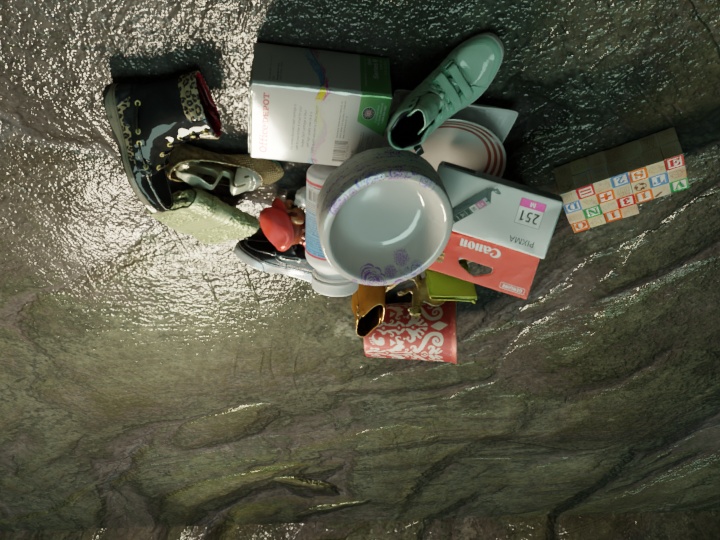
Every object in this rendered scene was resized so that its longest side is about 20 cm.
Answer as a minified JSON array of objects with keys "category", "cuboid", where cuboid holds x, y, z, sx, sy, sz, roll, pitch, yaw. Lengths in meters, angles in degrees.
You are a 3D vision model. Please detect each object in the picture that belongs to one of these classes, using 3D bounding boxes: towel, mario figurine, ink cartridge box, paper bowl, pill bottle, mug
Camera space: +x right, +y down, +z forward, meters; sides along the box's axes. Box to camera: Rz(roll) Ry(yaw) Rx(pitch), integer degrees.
[{"category":"towel","cuboid":[-0.271,-0.087,1.223,0.146,0.037,0.197,26,160,-35]},{"category":"mario figurine","cuboid":[-0.085,-0.093,1.259,0.195,0.106,0.127,5,111,-27]},{"category":"ink cartridge box","cuboid":[-0.062,-0.232,1.024,0.194,0.089,0.147,2,145,-8]},{"category":"ink cartridge box","cuboid":[0.193,-0.056,1.107,0.195,0.044,0.178,17,111,7]},{"category":"paper bowl","cuboid":[0.031,-0.086,1.046,0.194,0.106,0.205,-6,129,-8]},{"category":"pill bottle","cuboid":[-0.038,-0.068,1.167,0.105,0.109,0.206,2,113,-4]},{"category":"ink cartridge box","cuboid":[0.195,-0.070,1.209,0.195,0.086,0.145,-14,-179,18]},{"category":"mug","cuboid":[0.109,0.141,1.531,0.194,0.136,0.179,-1,144,6]},{"category":"towel","cuboid":[0.155,0.005,1.288,0.083,0.201,0.019,0,116,-1]}]

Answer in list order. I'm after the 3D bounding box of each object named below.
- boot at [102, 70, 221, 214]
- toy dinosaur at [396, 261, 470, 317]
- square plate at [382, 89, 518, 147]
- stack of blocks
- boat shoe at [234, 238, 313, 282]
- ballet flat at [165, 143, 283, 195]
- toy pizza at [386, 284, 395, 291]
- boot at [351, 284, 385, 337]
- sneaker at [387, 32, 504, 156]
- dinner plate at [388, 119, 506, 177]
[{"category":"boot","cuboid":[-0.278,-0.190,1.055,0.146,0.074,0.205,-11,113,9]},{"category":"toy dinosaur","cuboid":[0.133,0.020,1.381,0.101,0.199,0.059,43,147,11]},{"category":"square plate","cuboid":[0.121,-0.200,1.125,0.194,0.029,0.200,7,144,-11]},{"category":"stack of blocks","cuboid":[0.432,-0.145,1.181,0.196,0.060,0.115,-18,142,23]},{"category":"boat shoe","cuboid":[-0.136,-0.032,1.330,0.195,0.072,0.069,18,120,-6]},{"category":"ballet flat","cuboid":[-0.222,-0.154,1.153,0.194,0.067,0.071,7,145,-11]},{"category":"toy pizza","cuboid":[0.000,0.000,1.409,0.194,0.032,0.202,-1,145,0]},{"category":"boot","cuboid":[0.034,0.010,1.290,0.069,0.146,0.204,13,125,-15]},{"category":"sneaker","cuboid":[0.116,-0.233,0.965,0.199,0.119,0.074,-40,104,21]},{"category":"dinner plate","cuboid":[0.130,-0.169,1.124,0.194,0.025,0.202,-1,145,-1]}]
